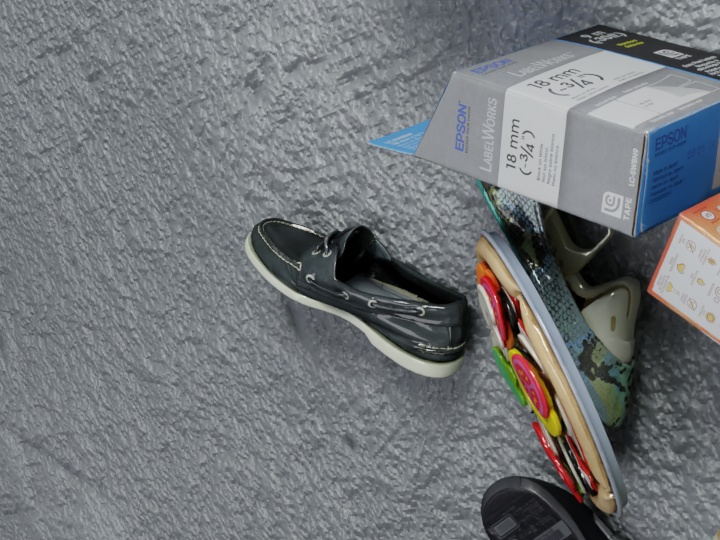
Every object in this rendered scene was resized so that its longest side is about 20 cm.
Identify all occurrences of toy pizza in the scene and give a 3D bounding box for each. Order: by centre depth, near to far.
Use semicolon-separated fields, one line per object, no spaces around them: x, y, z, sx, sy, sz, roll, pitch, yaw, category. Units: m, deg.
0.112;0.068;0.970;0.200;0.032;0.201;154;90;-90;toy pizza

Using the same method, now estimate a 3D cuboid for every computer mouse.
0.153;0.234;1.084;0.200;0.046;0.141;45;131;7;computer mouse

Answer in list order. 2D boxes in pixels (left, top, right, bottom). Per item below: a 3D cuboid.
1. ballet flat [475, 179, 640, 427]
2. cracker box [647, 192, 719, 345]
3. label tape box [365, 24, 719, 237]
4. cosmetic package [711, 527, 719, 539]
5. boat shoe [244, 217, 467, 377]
0.140;0.002;0.978;0.074;0.074;0.201;-26;91;49;ballet flat
0.270;0.025;0.794;0.200;0.134;0.058;39;132;27;cracker box
0.122;-0.095;0.889;0.199;0.144;0.064;23;123;38;label tape box
0.275;0.142;0.870;0.105;0.071;0.201;40;139;23;cosmetic package
-0.001;0.001;1.117;0.199;0.074;0.066;36;128;30;boat shoe
